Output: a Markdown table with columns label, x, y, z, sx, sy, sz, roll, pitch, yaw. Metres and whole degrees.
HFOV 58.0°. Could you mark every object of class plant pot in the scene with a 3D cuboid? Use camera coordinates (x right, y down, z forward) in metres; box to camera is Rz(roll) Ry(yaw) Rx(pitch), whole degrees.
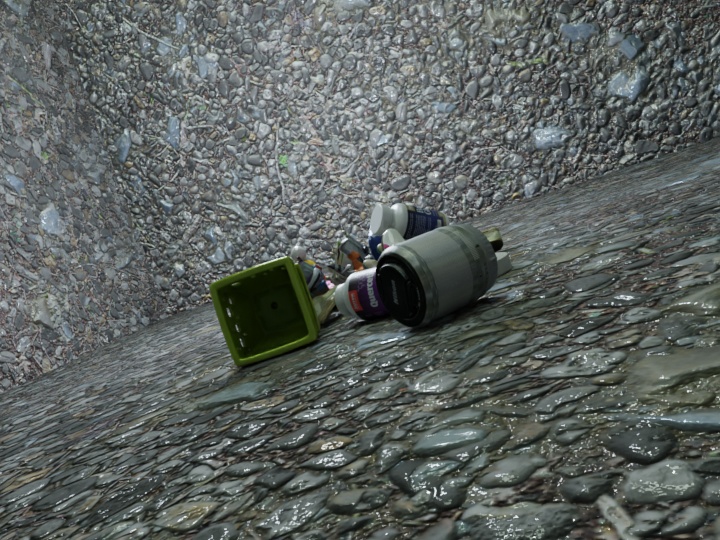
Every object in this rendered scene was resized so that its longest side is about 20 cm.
| label | x | y | z | sx | sy | sz | roll | pitch | yaw |
| --- | --- | --- | --- | --- | --- | --- | --- | --- | --- |
| plant pot | -0.206 | 0.089 | 1.502 | 0.198 | 0.201 | 0.181 | -19 | -1 | 6 |

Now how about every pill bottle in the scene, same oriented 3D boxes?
| label | x | y | z | sx | sy | sz | roll | pitch | yaw |
| --- | --- | --- | --- | --- | --- | --- | --- | --- | --- |
| pill bottle | 0.132 | -0.121 | 1.769 | 0.199 | 0.112 | 0.111 | 10 | -6 | -22 |
| pill bottle | 0.042 | 0.048 | 1.454 | 0.199 | 0.113 | 0.112 | -16 | 6 | 35 |

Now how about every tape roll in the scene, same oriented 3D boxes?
| label | x | y | z | sx | sy | sz | roll | pitch | yaw |
| --- | --- | --- | --- | --- | --- | --- | --- | --- | --- |
| tape roll | 0.259 | 0.005 | 1.546 | 0.202 | 0.037 | 0.203 | -18 | 5 | 2 |

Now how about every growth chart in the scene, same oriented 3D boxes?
| label | x | y | z | sx | sy | sz | roll | pitch | yaw |
| --- | --- | --- | --- | --- | --- | --- | --- | --- | --- |
| growth chart | -0.033 | -0.020 | 1.831 | 0.018 | 0.145 | 0.201 | -23 | 38 | 38 |

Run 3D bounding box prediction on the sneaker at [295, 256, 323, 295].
| label | x | y | z | sx | sy | sz | roll | pitch | yaw |
| --- | --- | --- | --- | --- | --- | --- | --- | --- | --- |
| sneaker | -0.178 | 0.065 | 1.634 | 0.200 | 0.087 | 0.074 | -55 | -10 | 0 |

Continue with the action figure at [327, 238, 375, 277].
| label | x | y | z | sx | sy | sz | roll | pitch | yaw |
| --- | --- | --- | --- | --- | --- | --- | --- | --- | --- |
| action figure | 0.000 | 0.000 | 1.795 | 0.104 | 0.193 | 0.200 | -38 | 38 | 9 |

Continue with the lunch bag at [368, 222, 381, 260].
| label | x | y | z | sx | sy | sz | roll | pitch | yaw |
| --- | --- | --- | --- | --- | --- | --- | --- | --- | --- |
| lunch bag | 0.119 | -0.061 | 1.925 | 0.132 | 0.200 | 0.136 | -14 | 37 | 18 |

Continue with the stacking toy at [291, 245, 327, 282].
| label | x | y | z | sx | sy | sz | roll | pitch | yaw |
| --- | --- | --- | --- | --- | --- | --- | --- | --- | --- |
| stacking toy | -0.168 | 0.016 | 2.069 | 0.145 | 0.201 | 0.146 | -18 | 5 | 2 |

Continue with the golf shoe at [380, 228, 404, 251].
| label | x | y | z | sx | sy | sz | roll | pitch | yaw |
| --- | --- | --- | --- | --- | --- | --- | --- | --- | --- |
| golf shoe | 0.116 | -0.038 | 1.607 | 0.072 | 0.200 | 0.092 | -3 | -40 | -31 |

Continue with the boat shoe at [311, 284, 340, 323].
| label | x | y | z | sx | sy | sz | roll | pitch | yaw |
| --- | --- | --- | --- | --- | --- | --- | --- | --- | --- |
| boat shoe | -0.072 | 0.090 | 1.679 | 0.073 | 0.063 | 0.200 | -59 | -17 | 22 |

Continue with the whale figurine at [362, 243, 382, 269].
| label | x | y | z | sx | sy | sz | roll | pitch | yaw |
| --- | --- | --- | --- | --- | --- | --- | --- | --- | --- |
| whale figurine | 0.084 | 0.002 | 1.695 | 0.200 | 0.159 | 0.104 | -15 | -29 | -45 |

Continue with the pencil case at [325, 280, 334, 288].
| label | x | y | z | sx | sy | sz | roll | pitch | yaw |
| --- | --- | --- | --- | --- | --- | --- | --- | --- | --- |
| pencil case | -0.038 | 0.047 | 1.917 | 0.199 | 0.091 | 0.094 | -17 | 5 | -1 |

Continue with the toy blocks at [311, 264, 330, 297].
| label | x | y | z | sx | sy | sz | roll | pitch | yaw |
| --- | --- | --- | --- | --- | --- | --- | --- | --- | --- |
| toy blocks | -0.145 | 0.057 | 1.736 | 0.136 | 0.200 | 0.100 | -30 | 49 | -3 |

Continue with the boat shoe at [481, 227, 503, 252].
| label | x | y | z | sx | sy | sz | roll | pitch | yaw |
| --- | --- | --- | --- | --- | --- | --- | --- | --- | --- |
| boat shoe | 0.309 | -0.074 | 1.883 | 0.200 | 0.063 | 0.073 | -16 | -39 | 9 |

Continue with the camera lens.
| label | x | y | z | sx | sy | sz | roll | pitch | yaw |
| --- | --- | --- | --- | --- | --- | --- | --- | --- | --- |
| camera lens | 0.140 | 0.008 | 1.237 | 0.199 | 0.161 | 0.160 | -22 | 6 | -31 |
